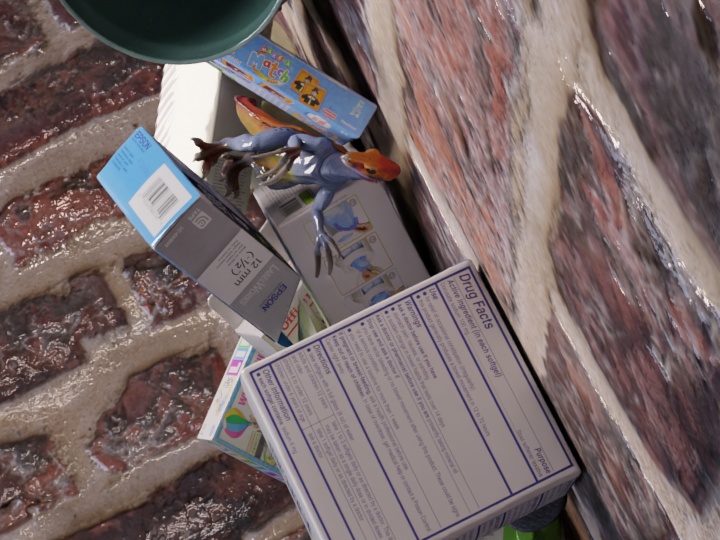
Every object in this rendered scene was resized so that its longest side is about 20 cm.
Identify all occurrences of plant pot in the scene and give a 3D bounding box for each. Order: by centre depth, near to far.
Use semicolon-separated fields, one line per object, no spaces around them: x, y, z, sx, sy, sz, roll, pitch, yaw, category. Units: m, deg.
-0.135;-0.279;1.440;0.134;0.199;0.201;-70;-39;-57;plant pot

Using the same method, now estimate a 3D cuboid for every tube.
-0.031;0.088;1.681;0.058;0.052;0.200;21;163;10;tube

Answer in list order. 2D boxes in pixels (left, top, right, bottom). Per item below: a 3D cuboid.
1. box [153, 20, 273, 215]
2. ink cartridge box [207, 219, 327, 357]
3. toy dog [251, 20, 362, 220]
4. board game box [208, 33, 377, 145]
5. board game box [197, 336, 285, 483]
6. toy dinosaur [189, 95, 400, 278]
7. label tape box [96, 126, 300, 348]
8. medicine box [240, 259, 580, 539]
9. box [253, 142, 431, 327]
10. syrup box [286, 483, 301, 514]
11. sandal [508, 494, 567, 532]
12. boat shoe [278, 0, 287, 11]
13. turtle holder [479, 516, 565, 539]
-0.138;-0.155;1.715;0.082;0.068;0.202;11;-93;-63;box
-0.037;0.052;1.817;0.200;0.115;0.068;42;166;-23;ink cartridge box
-0.076;-0.117;1.819;0.194;0.139;0.200;52;-177;-35;toy dog
-0.085;-0.174;1.590;0.199;0.037;0.151;32;178;-6;board game box
-0.064;0.104;1.866;0.134;0.201;0.034;31;164;-27;board game box
-0.048;-0.103;1.562;0.105;0.180;0.201;54;-144;-50;toy dinosaur
-0.119;-0.021;1.608;0.200;0.066;0.143;38;-175;-39;label tape box
0.037;0.123;1.410;0.183;0.199;0.103;63;173;14;medicine box
0.000;0.000;1.689;0.201;0.101;0.113;61;177;-24;box
0.020;0.118;1.576;0.082;0.199;0.079;77;167;-59;syrup box
0.099;0.118;1.507;0.201;0.076;0.043;64;-162;6;sandal
-0.082;-0.245;1.599;0.065;0.074;0.202;59;-179;-14;boat shoe
0.104;0.231;1.611;0.186;0.140;0.132;57;173;49;turtle holder
